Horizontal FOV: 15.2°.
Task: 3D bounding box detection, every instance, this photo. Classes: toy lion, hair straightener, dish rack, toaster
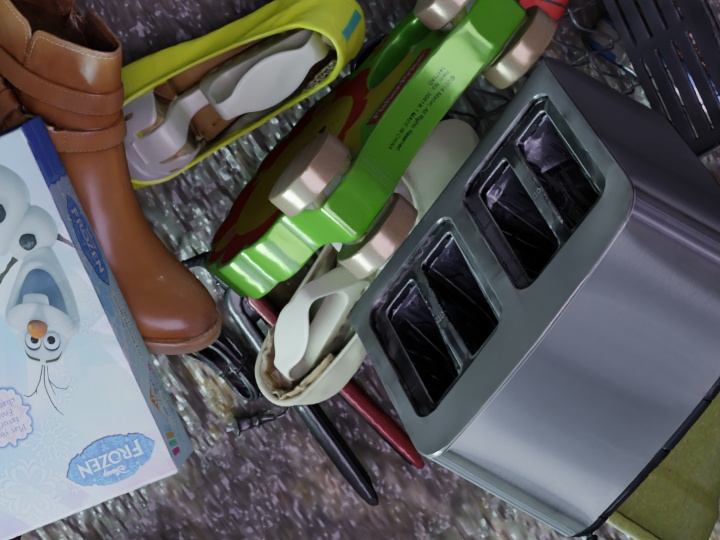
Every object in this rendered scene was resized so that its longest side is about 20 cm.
[{"bbox_3d":[-0.003,-0.071,1.440,0.069,0.192,0.200,40,79,-14],"label":"toy lion"},{"bbox_3d":[-0.053,0.068,1.579,0.077,0.041,0.200,-42,109,6],"label":"hair straightener"},{"bbox_3d":[0.106,-0.095,1.484,0.199,0.054,0.154,-29,79,28],"label":"dish rack"},{"bbox_3d":[0.103,0.018,1.354,0.118,0.200,0.181,27,110,-30],"label":"toaster"}]

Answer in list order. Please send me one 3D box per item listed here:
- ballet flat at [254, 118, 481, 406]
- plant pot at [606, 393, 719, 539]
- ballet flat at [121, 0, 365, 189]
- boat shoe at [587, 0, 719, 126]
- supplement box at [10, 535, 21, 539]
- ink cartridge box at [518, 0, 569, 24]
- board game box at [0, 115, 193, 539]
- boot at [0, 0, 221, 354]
[{"bbox_3d":[0.000,0.000,1.488,0.069,0.070,0.200,23,121,-15],"label":"ballet flat"},{"bbox_3d":[0.158,0.045,1.541,0.200,0.200,0.185,32,90,-17],"label":"plant pot"},{"bbox_3d":[-0.086,-0.093,1.483,0.199,0.067,0.067,-28,115,16],"label":"ballet flat"},{"bbox_3d":[0.231,-0.107,1.550,0.199,0.072,0.073,29,100,-17],"label":"boat shoe"},{"bbox_3d":[-0.242,0.114,1.538,0.108,0.061,0.201,9,109,-35],"label":"supplement box"},{"bbox_3d":[0.106,-0.227,1.500,0.108,0.050,0.201,21,103,-16],"label":"ink cartridge box"},{"bbox_3d":[-0.219,0.048,1.439,0.199,0.043,0.200,-22,98,14],"label":"board game box"},{"bbox_3d":[-0.144,-0.057,1.450,0.199,0.074,0.155,32,127,14],"label":"boot"}]
